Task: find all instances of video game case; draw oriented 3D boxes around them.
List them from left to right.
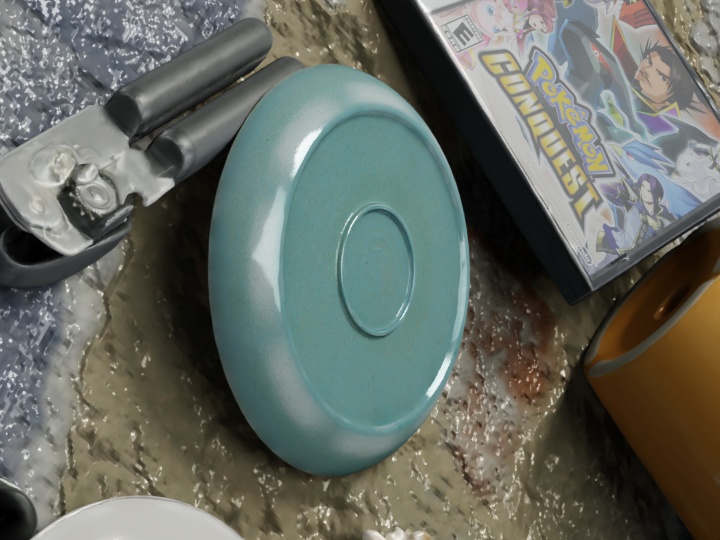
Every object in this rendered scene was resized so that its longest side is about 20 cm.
[{"bbox_3d":[0.121,-0.101,1.065,0.180,0.025,0.201,-28,85,-43],"label":"video game case"}]

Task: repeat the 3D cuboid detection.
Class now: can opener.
[{"bbox_3d":[-0.101,-0.054,0.873,0.053,0.067,0.200,46,39,4],"label":"can opener"}]

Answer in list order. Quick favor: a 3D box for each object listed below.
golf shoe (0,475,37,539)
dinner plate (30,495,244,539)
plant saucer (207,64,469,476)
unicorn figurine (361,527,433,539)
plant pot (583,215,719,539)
[{"bbox_3d":[-0.212,0.110,0.694,0.199,0.092,0.073,-20,95,-42],"label":"golf shoe"},{"bbox_3d":[-0.089,0.199,0.834,0.199,0.024,0.202,13,70,-40],"label":"dinner plate"},{"bbox_3d":[0.000,0.000,0.928,0.199,0.027,0.202,-1,91,-54],"label":"plant saucer"},{"bbox_3d":[0.048,0.205,0.854,0.199,0.074,0.138,32,65,-25],"label":"unicorn figurine"},{"bbox_3d":[0.229,0.075,1.059,0.183,0.200,0.201,43,53,-8],"label":"plant pot"}]
